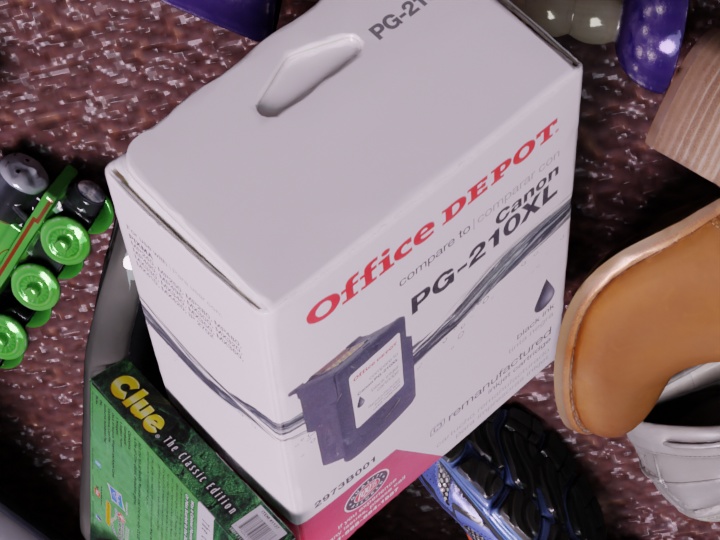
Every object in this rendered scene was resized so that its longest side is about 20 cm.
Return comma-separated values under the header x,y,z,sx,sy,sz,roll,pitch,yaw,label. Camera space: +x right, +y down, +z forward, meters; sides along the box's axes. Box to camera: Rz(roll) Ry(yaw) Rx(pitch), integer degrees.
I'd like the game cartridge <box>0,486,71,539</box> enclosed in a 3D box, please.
x,y,z,sx,sy,sz,roll,pitch,yaw,label
-0.215,0.121,0.901,0.129,0.039,0.200,-17,142,20,game cartridge

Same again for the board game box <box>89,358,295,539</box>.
x,y,z,sx,sy,sz,roll,pitch,yaw,label
-0.073,0.133,0.808,0.105,0.023,0.201,46,149,26,board game box

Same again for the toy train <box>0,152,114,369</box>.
x,y,z,sx,sy,sz,roll,pitch,yaw,label
-0.173,0.025,0.871,0.056,0.042,0.200,34,122,-4,toy train

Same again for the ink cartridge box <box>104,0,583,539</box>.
x,y,z,sx,sy,sz,roll,pitch,yaw,label
0.000,0.000,0.724,0.084,0.145,0.200,42,159,25,ink cartridge box

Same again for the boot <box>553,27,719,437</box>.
x,y,z,sx,sy,sz,roll,pitch,yaw,label
0.168,0.020,0.769,0.155,0.077,0.201,33,123,19,boot

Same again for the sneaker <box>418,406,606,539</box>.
x,y,z,sx,sy,sz,roll,pitch,yaw,label
0.079,0.141,0.904,0.078,0.076,0.200,-27,116,26,sneaker

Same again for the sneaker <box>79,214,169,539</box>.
x,y,z,sx,sy,sz,roll,pitch,yaw,label
-0.062,0.045,0.852,0.113,0.076,0.200,5,128,0,sneaker

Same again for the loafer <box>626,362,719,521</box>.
x,y,z,sx,sy,sz,roll,pitch,yaw,label
0.201,0.044,0.824,0.199,0.070,0.070,-29,123,25,loafer

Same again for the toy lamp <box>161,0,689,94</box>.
x,y,z,sx,sy,sz,roll,pitch,yaw,label
0.021,-0.105,0.750,0.199,0.058,0.059,10,125,0,toy lamp
